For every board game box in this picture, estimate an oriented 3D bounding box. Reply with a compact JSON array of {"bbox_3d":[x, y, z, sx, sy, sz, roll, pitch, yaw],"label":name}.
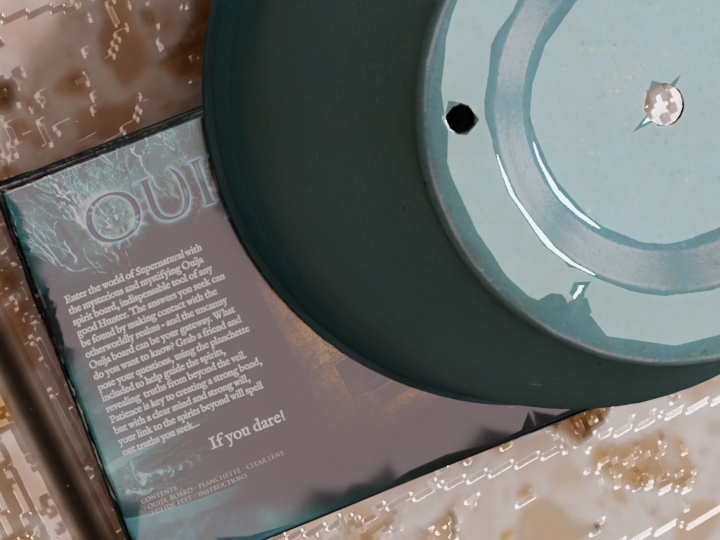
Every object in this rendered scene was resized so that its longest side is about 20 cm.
[{"bbox_3d":[0.000,0.000,0.947,0.199,0.028,0.136,-21,97,-7],"label":"board game box"}]

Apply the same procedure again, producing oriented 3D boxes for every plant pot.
[{"bbox_3d":[0.064,-0.051,0.844,0.199,0.188,0.201,-1,94,-9],"label":"plant pot"}]
